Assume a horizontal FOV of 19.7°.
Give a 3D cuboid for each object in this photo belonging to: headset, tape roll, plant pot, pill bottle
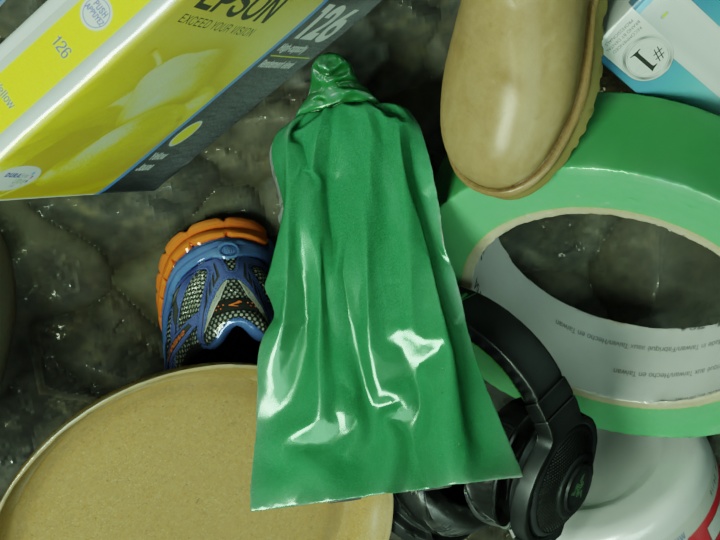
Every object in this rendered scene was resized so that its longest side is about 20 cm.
[{"bbox_3d":[0.053,0.105,0.980,0.123,0.094,0.200,-9,113,45],"label":"headset"},{"bbox_3d":[0.124,0.002,0.964,0.200,0.048,0.201,12,143,9],"label":"tape roll"},{"bbox_3d":[-0.081,0.124,0.964,0.200,0.027,0.200,-11,122,-18],"label":"plant pot"},{"bbox_3d":[0.157,0.169,1.101,0.112,0.112,0.200,-25,125,4],"label":"pill bottle"}]

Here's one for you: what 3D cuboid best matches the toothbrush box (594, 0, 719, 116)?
[{"bbox_3d":[0.207,-0.113,0.944,0.146,0.085,0.200,-43,123,17],"label":"toothbrush box"}]

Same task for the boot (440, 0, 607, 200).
[{"bbox_3d":[0.033,-0.121,0.804,0.200,0.066,0.175,6,100,-60],"label":"boot"}]

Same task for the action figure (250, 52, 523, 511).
[{"bbox_3d":[0.000,0.000,0.914,0.118,0.055,0.200,-6,82,-1],"label":"action figure"}]

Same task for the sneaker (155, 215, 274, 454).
[{"bbox_3d":[-0.068,0.075,1.009,0.075,0.078,0.200,-8,124,-7],"label":"sneaker"}]

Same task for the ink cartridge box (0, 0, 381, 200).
[{"bbox_3d":[-0.059,-0.104,0.834,0.200,0.198,0.047,-37,81,16],"label":"ink cartridge box"}]

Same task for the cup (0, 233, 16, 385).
[{"bbox_3d":[-0.250,0.053,0.915,0.200,0.143,0.201,-6,124,-9],"label":"cup"}]

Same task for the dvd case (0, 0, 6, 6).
[{"bbox_3d":[-0.140,-0.188,0.754,0.200,0.018,0.143,-43,121,15],"label":"dvd case"}]
